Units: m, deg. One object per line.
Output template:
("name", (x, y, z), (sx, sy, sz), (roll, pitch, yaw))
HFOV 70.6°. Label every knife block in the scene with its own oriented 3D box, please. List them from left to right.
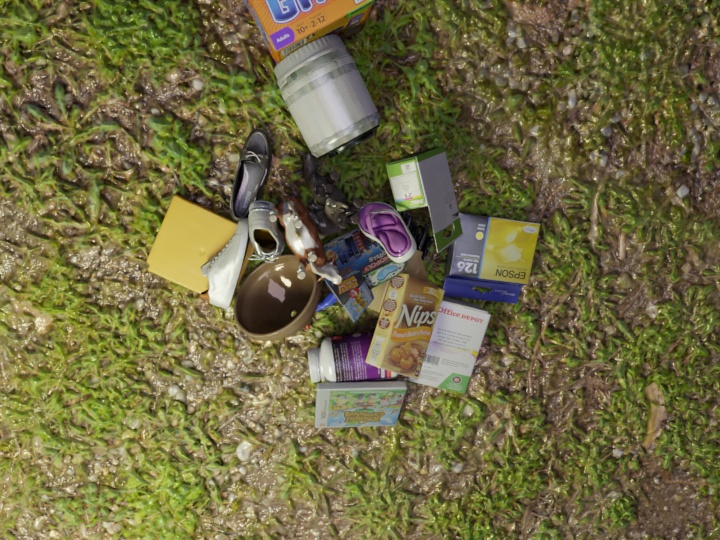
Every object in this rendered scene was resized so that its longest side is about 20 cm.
("knife block", (0.076, -0.028, 1.116), (0.199, 0.064, 0.177), (-32, 114, -23))

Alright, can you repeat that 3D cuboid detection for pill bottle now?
("pill bottle", (-0.017, 0.200, 1.151), (0.198, 0.112, 0.114), (-7, 101, -6))

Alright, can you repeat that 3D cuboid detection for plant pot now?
("plant pot", (-0.165, 0.072, 1.096), (0.200, 0.201, 0.093), (-34, 139, 0))

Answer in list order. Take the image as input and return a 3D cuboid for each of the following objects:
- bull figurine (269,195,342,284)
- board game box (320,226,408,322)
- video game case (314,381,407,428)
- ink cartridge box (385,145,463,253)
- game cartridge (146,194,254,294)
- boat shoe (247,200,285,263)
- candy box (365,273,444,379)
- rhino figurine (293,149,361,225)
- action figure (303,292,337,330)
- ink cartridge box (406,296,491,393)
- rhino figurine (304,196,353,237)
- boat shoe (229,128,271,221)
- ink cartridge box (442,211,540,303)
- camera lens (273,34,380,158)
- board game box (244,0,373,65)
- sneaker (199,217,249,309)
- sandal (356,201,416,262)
("bull figurine", (-0.104, -0.049, 0.974), (0.065, 0.121, 0.201), (-29, 98, 9))
("board game box", (0.000, 0.000, 1.060), (0.199, 0.201, 0.062), (-26, 134, 6))
("video game case", (-0.004, 0.311, 1.168), (0.198, 0.022, 0.183), (0, 138, -7))
("ink cartridge box", (0.141, -0.149, 1.083), (0.075, 0.148, 0.202), (-6, 106, 35))
("game cartridge", (-0.343, -0.043, 1.109), (0.199, 0.032, 0.177), (25, 97, -9))
("boat shoe", (-0.189, -0.052, 1.022), (0.074, 0.202, 0.087), (2, 66, -7))
("candy box", (0.096, 0.117, 1.078), (0.115, 0.055, 0.202), (22, 83, -34))
("rhino figurine", (-0.077, -0.176, 1.090), (0.060, 0.087, 0.200), (-45, 103, -25))
("action figure", (-0.039, 0.075, 1.145), (0.200, 0.065, 0.099), (-45, 85, 3))
("ink cartridge box", (0.197, 0.166, 1.185), (0.144, 0.084, 0.202), (14, 99, -10))
("rhino figurine", (-0.082, -0.107, 1.050), (0.087, 0.199, 0.060), (44, 57, -21))
("boat shoe", (-0.231, -0.199, 1.077), (0.066, 0.057, 0.202), (15, 98, -8))
("ink cartridge box", (0.302, -0.025, 1.184), (0.196, 0.047, 0.202), (6, 98, -9))
("camera lens", (-0.063, -0.339, 1.019), (0.159, 0.160, 0.201), (-28, 103, -1))
("board game box", (-0.115, -0.529, 0.956), (0.199, 0.200, 0.201), (-28, 102, -1))
("sneaker", (-0.287, -0.021, 1.065), (0.084, 0.073, 0.202), (18, 98, -10))
("sandal", (0.049, -0.093, 1.030), (0.082, 0.203, 0.050), (-43, 134, 0))
